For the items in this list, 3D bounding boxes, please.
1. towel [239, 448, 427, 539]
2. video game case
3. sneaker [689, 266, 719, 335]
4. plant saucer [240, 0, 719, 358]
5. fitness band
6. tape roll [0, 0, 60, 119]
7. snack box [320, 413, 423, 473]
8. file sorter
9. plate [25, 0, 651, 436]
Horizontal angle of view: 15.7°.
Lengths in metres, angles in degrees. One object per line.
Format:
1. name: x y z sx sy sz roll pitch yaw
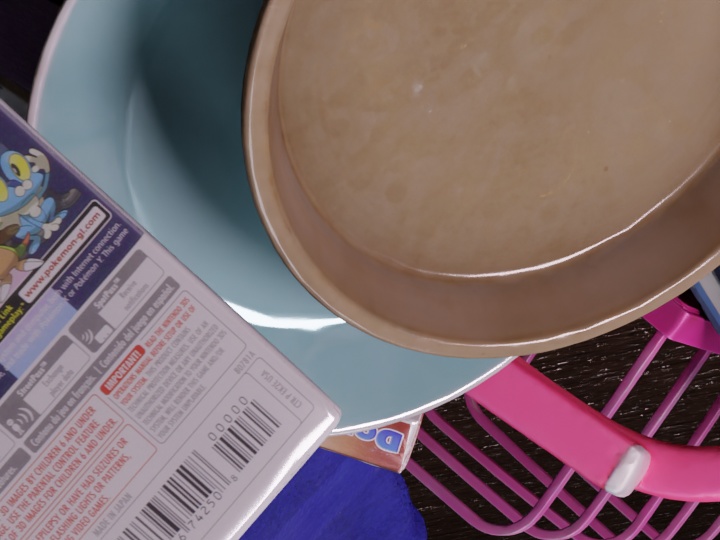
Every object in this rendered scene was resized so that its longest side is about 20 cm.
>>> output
1. towel: -0.050 0.107 0.995 0.148 0.049 0.200 -46 151 -11
2. video game case: -0.135 0.055 0.729 0.200 0.182 0.023 -49 -168 -5
3. sneaker: 0.181 0.017 0.964 0.074 0.200 0.082 -36 -178 -34
4. plant saucer: 0.056 -0.065 0.754 0.199 0.029 0.201 -13 127 -18
5. fitness band: 0.083 -0.014 0.844 0.144 0.200 0.037 -56 161 7
6. tape roll: -0.146 0.006 0.803 0.199 0.201 0.066 -1 165 -26
7. snack box: 0.000 0.000 0.934 0.072 0.024 0.200 19 -150 1
8. file sorter: 0.092 0.038 1.104 0.126 0.139 0.200 -55 151 11
9. plate: -0.006 -0.044 0.786 0.199 0.201 0.026 -3 -156 -19
